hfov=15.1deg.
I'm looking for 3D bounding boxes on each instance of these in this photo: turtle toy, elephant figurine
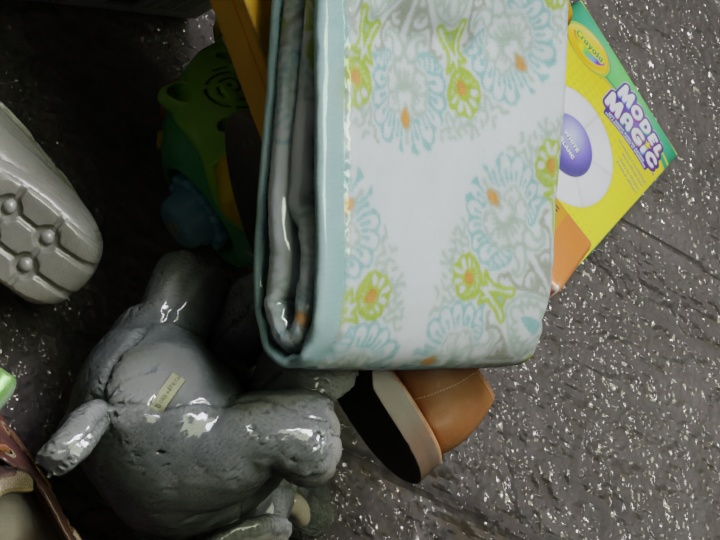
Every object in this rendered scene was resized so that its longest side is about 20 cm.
[{"bbox_3d":[-0.032,-0.043,1.393,0.200,0.101,0.146,31,40,-34],"label":"turtle toy"},{"bbox_3d":[-0.076,0.101,1.273,0.154,0.201,0.142,11,49,-6],"label":"elephant figurine"}]

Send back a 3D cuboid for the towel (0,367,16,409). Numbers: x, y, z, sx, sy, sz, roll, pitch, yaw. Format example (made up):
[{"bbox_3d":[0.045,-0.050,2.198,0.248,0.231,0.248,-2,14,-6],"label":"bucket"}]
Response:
[{"bbox_3d":[-0.224,0.129,1.086,0.031,0.149,0.200,48,55,-24],"label":"towel"}]

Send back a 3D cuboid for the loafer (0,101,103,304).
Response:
[{"bbox_3d":[-0.202,-0.063,1.275,0.200,0.070,0.070,47,8,-11],"label":"loafer"}]

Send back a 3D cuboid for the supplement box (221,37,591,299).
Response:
[{"bbox_3d":[0.023,-0.063,1.326,0.200,0.069,0.067,50,30,-4],"label":"supplement box"}]

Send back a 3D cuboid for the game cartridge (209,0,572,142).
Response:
[{"bbox_3d":[0.008,-0.152,1.245,0.200,0.032,0.177,-38,116,-40],"label":"game cartridge"}]

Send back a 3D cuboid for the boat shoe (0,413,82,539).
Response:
[{"bbox_3d":[-0.173,0.095,1.212,0.072,0.072,0.201,-36,103,-26],"label":"boat shoe"}]

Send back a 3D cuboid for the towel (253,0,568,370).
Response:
[{"bbox_3d":[0.028,-0.056,1.215,0.171,0.048,0.201,2,94,-46],"label":"towel"}]

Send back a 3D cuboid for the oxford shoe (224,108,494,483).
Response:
[{"bbox_3d":[0.000,0.000,1.286,0.071,0.071,0.201,-37,113,-19],"label":"oxford shoe"}]

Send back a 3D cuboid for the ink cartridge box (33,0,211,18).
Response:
[{"bbox_3d":[-0.122,-0.194,1.339,0.199,0.144,0.085,1,72,-43],"label":"ink cartridge box"}]

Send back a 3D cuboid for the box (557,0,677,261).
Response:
[{"bbox_3d":[0.111,-0.072,1.584,0.118,0.048,0.200,56,43,-12],"label":"box"}]
